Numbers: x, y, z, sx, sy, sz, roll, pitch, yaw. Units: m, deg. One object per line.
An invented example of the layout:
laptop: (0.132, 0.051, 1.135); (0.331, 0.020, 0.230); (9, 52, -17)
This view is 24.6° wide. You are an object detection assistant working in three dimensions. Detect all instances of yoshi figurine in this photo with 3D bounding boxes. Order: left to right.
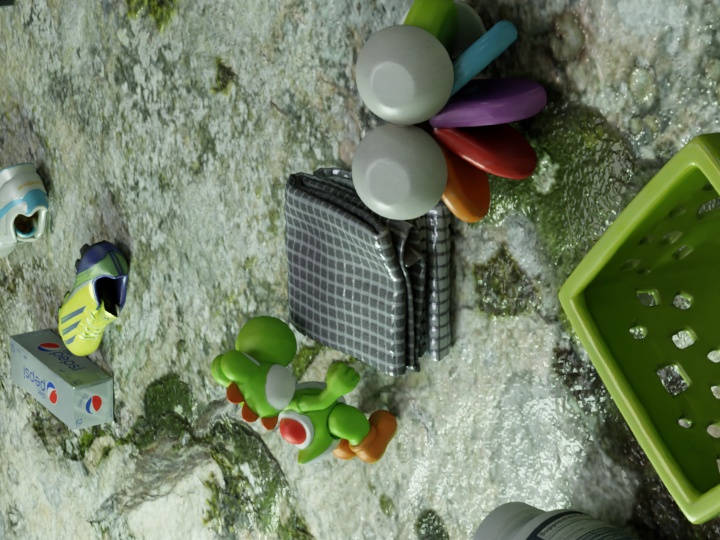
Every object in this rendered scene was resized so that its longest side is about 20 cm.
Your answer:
yoshi figurine: (-0.057, 0.112, 1.669); (0.112, 0.200, 0.112); (-46, 31, 19)

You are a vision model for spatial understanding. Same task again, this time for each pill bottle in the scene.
pill bottle: (0.188, 0.271, 1.408); (0.200, 0.119, 0.120); (19, 116, 52)

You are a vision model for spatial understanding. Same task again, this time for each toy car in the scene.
toy car: (0.083, -0.135, 1.408); (0.149, 0.175, 0.201); (9, 113, 17)

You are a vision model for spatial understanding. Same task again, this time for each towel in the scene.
towel: (0.000, 0.000, 1.616); (0.200, 0.085, 0.166); (25, 122, 49)

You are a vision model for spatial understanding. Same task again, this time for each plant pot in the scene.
plant pot: (0.286, 0.027, 1.123); (0.199, 0.181, 0.200); (61, 143, 20)

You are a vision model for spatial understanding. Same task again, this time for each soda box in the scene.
soda box: (-0.416, 0.149, 2.291); (0.200, 0.063, 0.069); (27, 122, 48)

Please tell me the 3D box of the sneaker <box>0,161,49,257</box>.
sneaker: (-0.491, -0.066, 2.317); (0.081, 0.076, 0.200); (61, 145, 18)

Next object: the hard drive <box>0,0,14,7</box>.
hard drive: (-0.540, -0.449, 2.287); (0.200, 0.038, 0.140); (29, 124, 49)

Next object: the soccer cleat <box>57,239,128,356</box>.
soccer cleat: (-0.346, 0.051, 2.156); (0.084, 0.065, 0.201); (50, 138, 30)
